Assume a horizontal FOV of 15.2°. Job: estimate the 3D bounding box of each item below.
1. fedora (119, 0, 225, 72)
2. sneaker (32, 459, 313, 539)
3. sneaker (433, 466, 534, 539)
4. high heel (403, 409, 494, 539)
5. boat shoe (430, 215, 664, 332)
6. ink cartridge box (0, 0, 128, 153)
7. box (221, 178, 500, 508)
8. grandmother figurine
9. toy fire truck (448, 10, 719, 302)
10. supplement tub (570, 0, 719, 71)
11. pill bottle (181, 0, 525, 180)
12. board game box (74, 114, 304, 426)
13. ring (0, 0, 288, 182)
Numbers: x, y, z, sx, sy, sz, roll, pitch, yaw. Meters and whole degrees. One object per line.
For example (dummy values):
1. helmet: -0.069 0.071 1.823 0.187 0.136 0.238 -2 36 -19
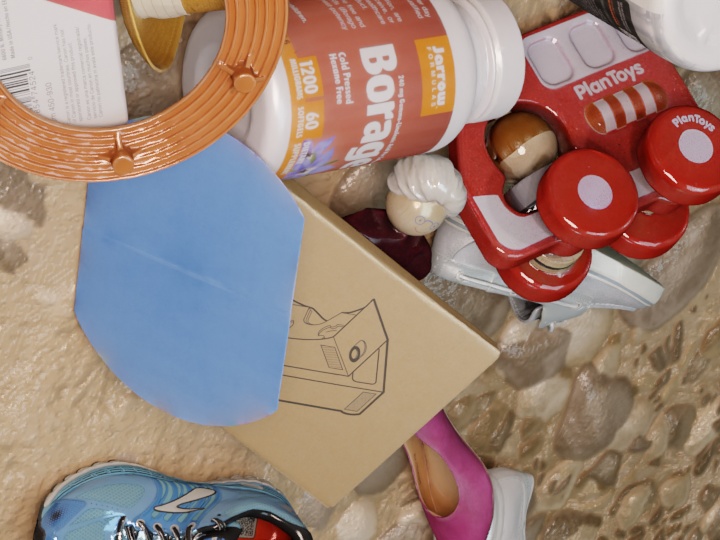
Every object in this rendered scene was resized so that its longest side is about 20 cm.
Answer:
1. fedora: -0.084 -0.210 1.514 0.082 0.201 0.201 3 124 8
2. sneaker: -0.119 0.171 1.775 0.200 0.090 0.078 -1 101 -29
3. sneaker: 0.087 0.240 2.014 0.088 0.075 0.200 -6 120 -49
4. high heel: 0.036 0.132 1.902 0.096 0.067 0.200 -27 116 -35
5. boat shoe: 0.126 0.002 1.895 0.201 0.070 0.072 19 105 -37
6. ink cartridge box: -0.239 -0.137 1.478 0.200 0.083 0.147 -13 126 -13
7. box: -0.036 0.046 1.742 0.200 0.021 0.163 39 111 -24
8. grandmother figurine: 0.000 0.000 1.761 0.121 0.061 0.200 5 133 -49
9. toy fire truck: 0.142 -0.086 1.799 0.200 0.168 0.112 -22 164 -25
10. supplement tub: 0.174 -0.215 1.698 0.122 0.200 0.123 -19 126 -28
11. pill bottle: -0.001 -0.122 1.683 0.200 0.112 0.112 -12 124 -32
12. board game box: -0.098 -0.005 1.667 0.039 0.158 0.200 -30 135 -53
13. ring: -0.135 -0.127 1.449 0.200 0.019 0.201 -8 128 -10
